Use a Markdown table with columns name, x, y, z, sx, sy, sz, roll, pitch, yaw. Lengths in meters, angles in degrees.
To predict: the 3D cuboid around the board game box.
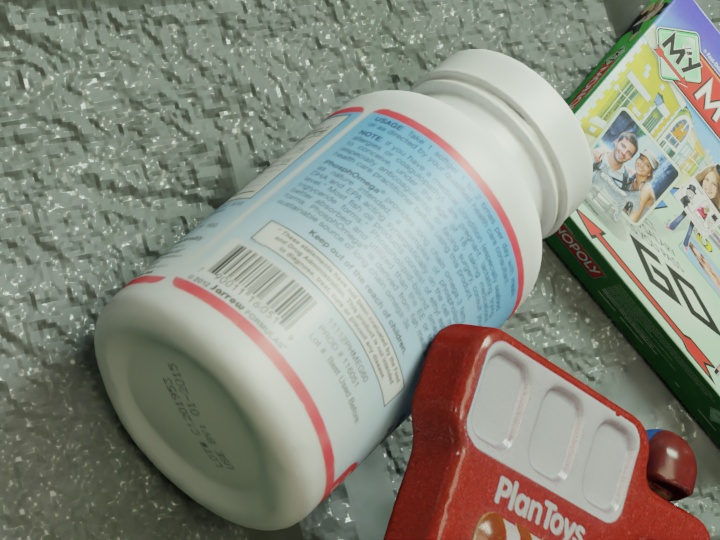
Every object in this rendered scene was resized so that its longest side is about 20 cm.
| name | x | y | z | sx | sy | sz | roll | pitch | yaw |
| --- | --- | --- | --- | --- | --- | --- | --- | --- | --- |
| board game box | 0.167 | -0.012 | 0.984 | 0.200 | 0.029 | 0.135 | 49 | 60 | -13 |

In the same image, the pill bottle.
| name | x | y | z | sx | sy | sz | roll | pitch | yaw |
| --- | --- | --- | --- | --- | --- | --- | --- | --- | --- |
| pill bottle | 0.000 | 0.000 | 0.833 | 0.200 | 0.109 | 0.109 | -42 | 101 | -31 |

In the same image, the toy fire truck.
| name | x | y | z | sx | sy | sz | roll | pitch | yaw |
| --- | --- | --- | --- | --- | --- | --- | --- | --- | --- |
| toy fire truck | 0.078 | 0.128 | 0.822 | 0.200 | 0.112 | 0.168 | 30 | 72 | -41 |
